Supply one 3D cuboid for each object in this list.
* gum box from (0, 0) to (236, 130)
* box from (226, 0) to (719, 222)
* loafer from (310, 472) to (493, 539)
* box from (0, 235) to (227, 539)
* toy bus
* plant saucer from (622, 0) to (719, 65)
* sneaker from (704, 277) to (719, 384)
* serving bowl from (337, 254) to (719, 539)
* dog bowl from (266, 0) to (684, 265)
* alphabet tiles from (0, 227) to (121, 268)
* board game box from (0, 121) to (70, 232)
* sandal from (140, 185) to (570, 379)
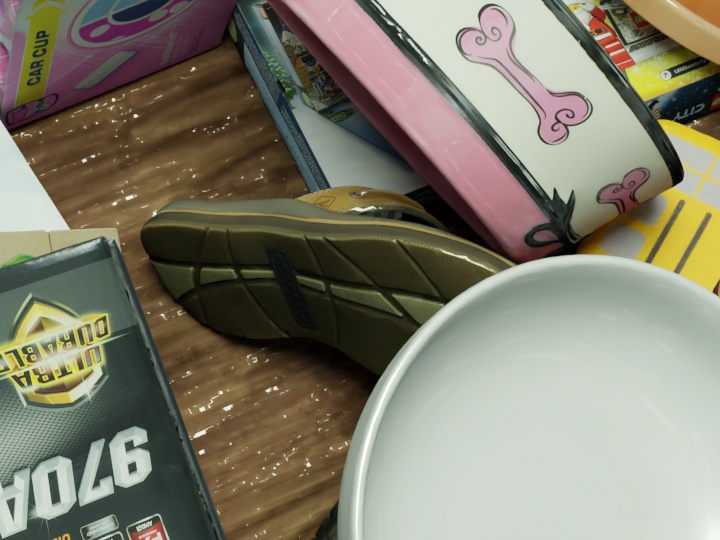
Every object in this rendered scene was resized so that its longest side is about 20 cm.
[{"bbox_3d":[-0.107,-0.136,1.040,0.113,0.200,0.066,-25,76,-20],"label":"gum box"},{"bbox_3d":[0.054,-0.103,1.117,0.199,0.038,0.137,-21,64,-13],"label":"box"},{"bbox_3d":[0.000,0.139,0.964,0.071,0.073,0.200,37,82,-1],"label":"loafer"},{"bbox_3d":[-0.150,0.089,0.921,0.200,0.046,0.160,-19,88,-41],"label":"box"},{"bbox_3d":[0.127,0.009,1.044,0.078,0.065,0.200,25,64,13],"label":"toy bus"},{"bbox_3d":[0.166,-0.159,1.122,0.200,0.032,0.201,15,50,-19],"label":"plant saucer"},{"bbox_3d":[0.224,0.058,0.991,0.200,0.077,0.112,51,56,-10],"label":"sneaker"},{"bbox_3d":[0.077,0.098,0.919,0.199,0.066,0.201,4,79,-22],"label":"serving bowl"},{"bbox_3d":[0.032,-0.085,0.983,0.074,0.200,0.200,-43,69,1],"label":"dog bowl"},{"bbox_3d":[-0.146,0.084,0.962,0.167,0.008,0.201,-3,79,-39],"label":"alphabet tiles"},{"bbox_3d":[-0.226,-0.025,1.008,0.200,0.043,0.199,-18,65,-40],"label":"board game box"},{"bbox_3d":[0.000,0.000,1.014,0.199,0.082,0.055,9,43,38],"label":"sandal"}]
